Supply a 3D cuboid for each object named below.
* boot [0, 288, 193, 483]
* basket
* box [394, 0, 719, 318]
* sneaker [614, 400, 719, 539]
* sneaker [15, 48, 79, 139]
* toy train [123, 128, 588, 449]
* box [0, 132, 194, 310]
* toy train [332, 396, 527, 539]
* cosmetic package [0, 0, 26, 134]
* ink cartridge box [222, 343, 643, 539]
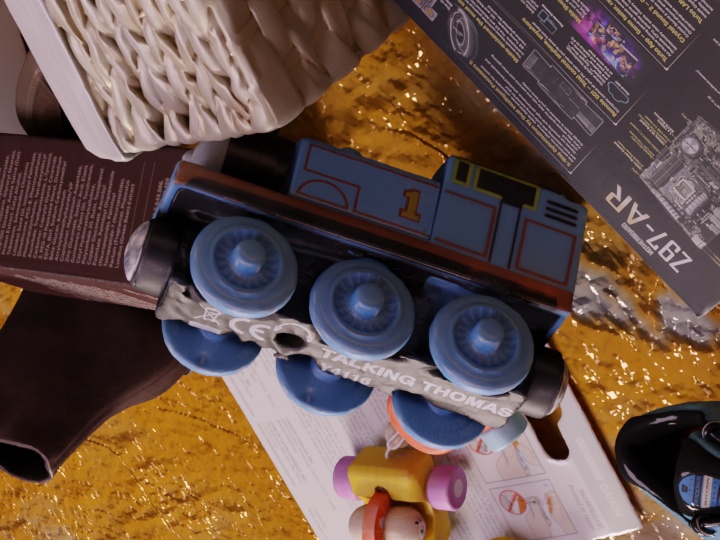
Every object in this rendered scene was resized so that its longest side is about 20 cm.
[{"bbox_3d":[-0.179,0.028,1.227,0.200,0.166,0.073,19,138,39],"label":"boot"},{"bbox_3d":[-0.076,-0.162,0.932,0.123,0.136,0.201,2,127,47],"label":"basket"},{"bbox_3d":[0.109,-0.095,0.861,0.200,0.044,0.160,46,148,5],"label":"box"},{"bbox_3d":[0.168,0.096,0.892,0.200,0.090,0.079,13,94,64],"label":"sneaker"},{"bbox_3d":[-0.117,-0.102,1.104,0.075,0.070,0.200,39,150,8],"label":"sneaker"},{"bbox_3d":[0.000,0.000,0.974,0.199,0.115,0.087,18,148,-8],"label":"toy train"},{"bbox_3d":[-0.115,-0.021,1.119,0.199,0.075,0.100,5,172,33],"label":"box"},{"bbox_3d":[0.058,0.127,1.100,0.150,0.056,0.200,-28,103,43],"label":"toy train"},{"bbox_3d":[-0.256,-0.153,1.240,0.150,0.052,0.201,25,141,37],"label":"cosmetic package"},{"bbox_3d":[0.035,0.071,1.147,0.199,0.047,0.160,-15,113,37],"label":"ink cartridge box"}]
